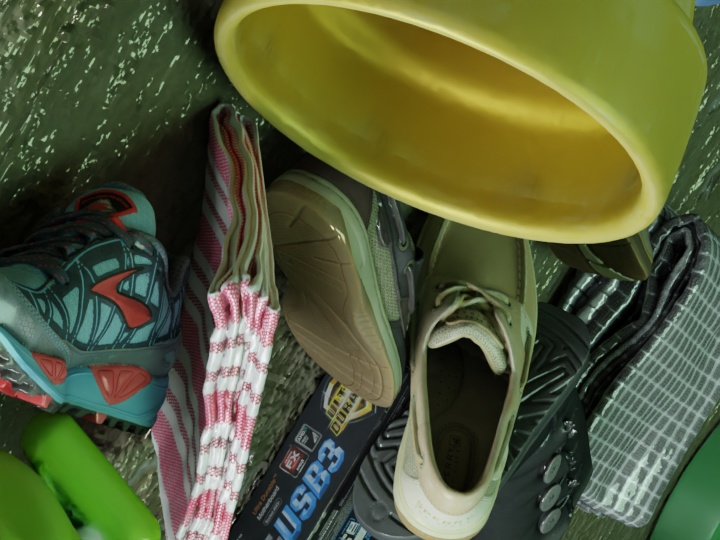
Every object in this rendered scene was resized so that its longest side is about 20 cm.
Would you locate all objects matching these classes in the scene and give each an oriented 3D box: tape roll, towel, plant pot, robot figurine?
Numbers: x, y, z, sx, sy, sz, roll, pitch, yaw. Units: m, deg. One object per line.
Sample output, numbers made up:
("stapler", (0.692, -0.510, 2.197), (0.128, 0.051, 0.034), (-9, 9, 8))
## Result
("tape roll", (0.303, 0.198, 2.015), (0.200, 0.048, 0.201), (-43, 151, -30))
("towel", (0.174, 0.063, 1.580), (0.201, 0.085, 0.166), (-58, 154, 0))
("towel", (-0.071, 0.046, 1.082), (0.147, 0.030, 0.201), (-99, -161, -54))
("plant pot", (0.063, -0.140, 1.040), (0.201, 0.200, 0.190), (62, 47, -62))
("robot figurine", (-0.161, 0.142, 1.000), (0.175, 0.116, 0.200), (-41, 157, -13))

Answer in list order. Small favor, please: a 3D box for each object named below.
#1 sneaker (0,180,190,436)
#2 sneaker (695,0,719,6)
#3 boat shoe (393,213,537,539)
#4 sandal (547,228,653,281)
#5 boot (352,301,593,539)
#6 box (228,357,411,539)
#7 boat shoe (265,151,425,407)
("sneaker", (-0.125, 0.003, 0.989), (0.096, 0.079, 0.200), (-67, 164, -3))
("sneaker", (0.207, -0.208, 1.361), (0.200, 0.070, 0.078), (-36, 144, -51))
("boat shoe", (0.057, 0.038, 1.263), (0.065, 0.072, 0.201), (110, -9, -63))
("sandal", (0.134, -0.053, 1.392), (0.200, 0.080, 0.054), (62, 47, -63))
("boot", (0.067, 0.122, 1.377), (0.165, 0.066, 0.200), (-41, 160, -16))
("box", (-0.004, 0.146, 1.386), (0.201, 0.050, 0.198), (-60, 156, 1))
("boat shoe", (0.000, 0.000, 1.201), (0.065, 0.072, 0.200), (-51, 153, -19))
